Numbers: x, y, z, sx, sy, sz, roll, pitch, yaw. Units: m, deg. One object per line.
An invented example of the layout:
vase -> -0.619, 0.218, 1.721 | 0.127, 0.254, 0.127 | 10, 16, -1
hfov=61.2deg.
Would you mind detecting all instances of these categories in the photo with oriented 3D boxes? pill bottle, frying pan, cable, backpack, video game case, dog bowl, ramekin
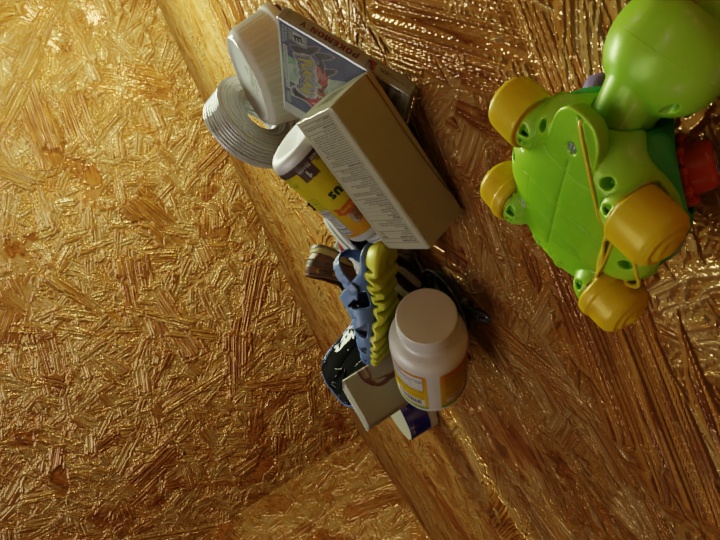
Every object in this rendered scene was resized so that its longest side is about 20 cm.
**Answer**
pill bottle -> -0.016, -0.117, 0.833 | 0.199, 0.110, 0.109 | 40, 178, -25
frying pan -> 0.132, 0.036, 0.867 | 0.116, 0.031, 0.190 | 59, 165, 11
cable -> -0.202, -0.288, 1.184 | 0.069, 0.199, 0.202 | -41, 77, 39
backpack -> 0.038, 0.189, 1.203 | 0.147, 0.200, 0.183 | 45, -179, -44
video game case -> -0.024, -0.221, 0.781 | 0.181, 0.023, 0.200 | 32, 163, 5
pill bottle -> 0.097, 0.112, 0.862 | 0.112, 0.110, 0.201 | 54, 168, 32
dog bowl -> 0.103, 0.302, 1.475 | 0.202, 0.078, 0.201 | 57, 167, 21
ramekin -> -0.161, -0.356, 1.082 | 0.204, 0.093, 0.203 | 58, 167, 21

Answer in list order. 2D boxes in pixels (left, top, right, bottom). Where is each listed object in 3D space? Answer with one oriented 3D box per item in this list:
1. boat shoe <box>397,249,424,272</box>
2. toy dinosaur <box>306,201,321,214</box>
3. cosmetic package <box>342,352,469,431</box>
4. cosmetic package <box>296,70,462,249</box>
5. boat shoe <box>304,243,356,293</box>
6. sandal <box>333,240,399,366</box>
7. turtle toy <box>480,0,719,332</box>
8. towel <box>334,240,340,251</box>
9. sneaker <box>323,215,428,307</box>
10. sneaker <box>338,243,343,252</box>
boat shoe -> 0.059, -0.023, 0.975 | 0.201, 0.071, 0.064 | 53, 165, -9
toy dinosaur -> -0.057, -0.184, 1.105 | 0.200, 0.101, 0.138 | 39, -146, -74
cosmetic package -> 0.073, 0.175, 1.021 | 0.088, 0.198, 0.104 | 56, 167, 14
cosmetic package -> 0.023, -0.124, 0.733 | 0.201, 0.073, 0.103 | 52, 160, -21
boat shoe -> -0.015, 0.021, 1.157 | 0.198, 0.068, 0.072 | 25, 162, -10
sandal -> 0.009, 0.044, 0.868 | 0.086, 0.079, 0.203 | 12, 119, 27
turtle toy -> 0.155, -0.068, 0.370 | 0.146, 0.100, 0.201 | 55, 166, 31
towel -> 0.003, 0.000, 1.336 | 0.202, 0.030, 0.149 | 59, 169, 12
sneaker -> 0.000, 0.000, 0.930 | 0.201, 0.075, 0.116 | 45, 130, 8
sneaker -> -0.006, -0.060, 1.144 | 0.200, 0.070, 0.114 | -129, 18, -71
